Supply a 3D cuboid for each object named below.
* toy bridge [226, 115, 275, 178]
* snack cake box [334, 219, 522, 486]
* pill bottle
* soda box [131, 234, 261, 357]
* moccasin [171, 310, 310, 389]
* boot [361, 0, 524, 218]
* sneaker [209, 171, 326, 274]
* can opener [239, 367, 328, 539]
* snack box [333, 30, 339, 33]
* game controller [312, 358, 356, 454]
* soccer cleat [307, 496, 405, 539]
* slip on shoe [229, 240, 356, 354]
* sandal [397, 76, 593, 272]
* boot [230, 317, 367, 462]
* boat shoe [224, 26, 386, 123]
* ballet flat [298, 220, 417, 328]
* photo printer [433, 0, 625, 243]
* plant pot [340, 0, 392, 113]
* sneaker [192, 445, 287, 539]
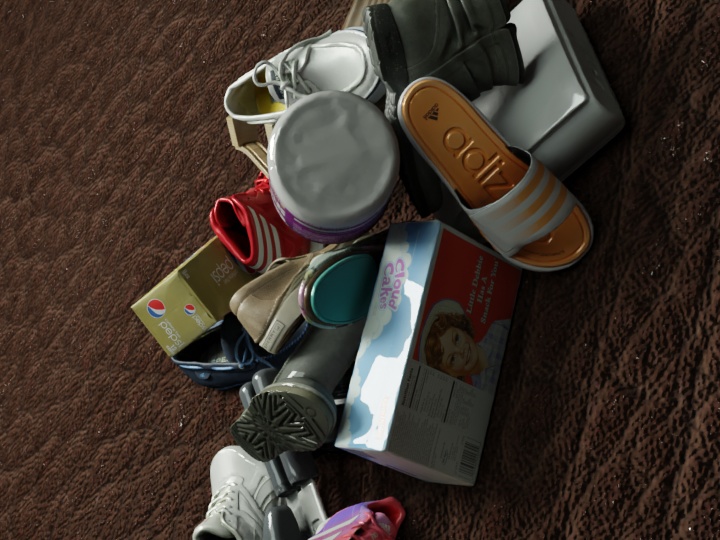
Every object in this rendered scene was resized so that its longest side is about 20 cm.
[{"bbox_3d":[-0.073,-0.116,1.551,0.199,0.027,0.068,17,123,58],"label":"toy bridge"},{"bbox_3d":[0.060,0.071,1.345,0.067,0.114,0.202,-2,69,49],"label":"snack cake box"},{"bbox_3d":[-0.025,-0.082,1.360,0.200,0.111,0.113,109,-179,-84],"label":"pill bottle"},{"bbox_3d":[-0.153,0.012,1.580,0.068,0.064,0.200,-36,6,22],"label":"soda box"},{"bbox_3d":[-0.117,0.078,1.593,0.199,0.068,0.081,-29,50,38],"label":"moccasin"},{"bbox_3d":[0.083,-0.149,1.344,0.129,0.202,0.068,-15,23,-5],"label":"boot"},{"bbox_3d":[-0.093,-0.083,1.614,0.078,0.115,0.202,-35,47,33],"label":"sneaker"},{"bbox_3d":[-0.070,0.188,1.453,0.053,0.066,0.202,-40,59,43],"label":"can opener"},{"bbox_3d":[-0.030,-0.163,1.642,0.071,0.024,0.201,-25,49,14],"label":"snack box"},{"bbox_3d":[-0.008,0.118,1.474,0.199,0.042,0.105,-12,47,46],"label":"game controller"},{"bbox_3d":[-0.006,0.233,1.304,0.073,0.069,0.200,-35,0,9],"label":"soccer cleat"},{"bbox_3d":[-0.059,0.010,1.481,0.076,0.060,0.200,-61,-7,35],"label":"slip on shoe"},{"bbox_3d":[0.109,-0.073,1.298,0.079,0.206,0.059,-46,10,5],"label":"sandal"},{"bbox_3d":[-0.023,0.073,1.408,0.200,0.073,0.181,-46,11,-28],"label":"boot"},{"bbox_3d":[-0.057,-0.171,1.416,0.201,0.086,0.076,-7,96,49],"label":"boat shoe"},{"bbox_3d":[0.000,0.000,1.386,0.071,0.199,0.070,17,118,39],"label":"ballet flat"},{"bbox_3d":[0.129,-0.131,1.412,0.200,0.069,0.168,-41,43,28],"label":"photo printer"},{"bbox_3d":[0.020,-0.199,1.490,0.201,0.092,0.203,-156,90,-85],"label":"plant pot"},{"bbox_3d":[-0.116,0.237,1.478,0.078,0.099,0.201,-47,41,22],"label":"sneaker"}]
